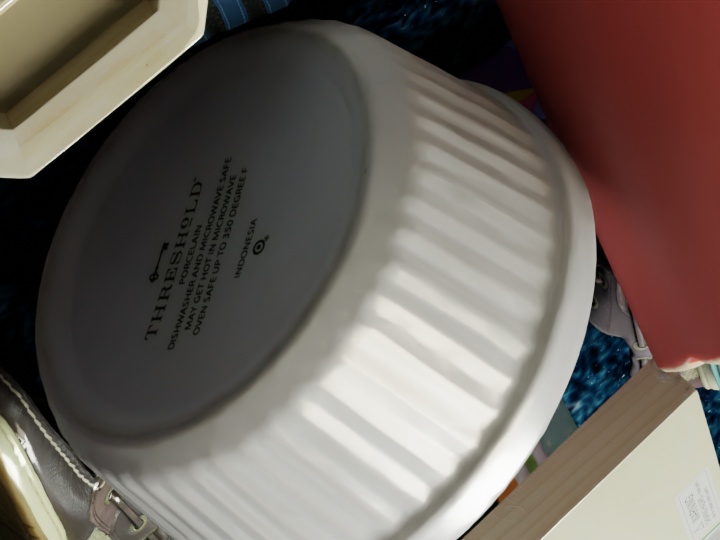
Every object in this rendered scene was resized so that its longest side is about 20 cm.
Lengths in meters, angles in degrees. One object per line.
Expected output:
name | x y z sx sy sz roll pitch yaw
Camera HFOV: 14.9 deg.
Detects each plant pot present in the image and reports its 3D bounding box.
plant pot | 0.151 -0.067 0.966 0.199 0.179 0.200 -14 180 0

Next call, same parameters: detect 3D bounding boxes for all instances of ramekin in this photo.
ramekin | -0.024 0.006 0.944 0.094 0.202 0.203 34 96 -39

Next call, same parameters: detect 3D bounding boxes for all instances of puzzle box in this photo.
puzzle box | 0.098 0.129 1.143 0.133 0.025 0.200 -43 150 -11

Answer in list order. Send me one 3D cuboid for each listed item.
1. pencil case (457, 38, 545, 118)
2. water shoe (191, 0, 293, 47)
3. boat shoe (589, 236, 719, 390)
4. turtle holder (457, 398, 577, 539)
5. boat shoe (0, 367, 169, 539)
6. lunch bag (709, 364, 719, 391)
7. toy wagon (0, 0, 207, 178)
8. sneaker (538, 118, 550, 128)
pencil case | 0.098 -0.068 1.128 0.199 0.088 0.089 -32 146 -23
water shoe | -0.064 -0.106 0.905 0.199 0.072 0.079 -22 168 -41
boat shoe | 0.125 0.000 1.255 0.064 0.072 0.200 -16 146 14
turtle holder | 0.035 0.103 1.188 0.141 0.132 0.186 -36 147 -23
boat shoe | -0.115 0.073 1.027 0.065 0.073 0.200 -46 160 -14
lunch bag | 0.218 -0.030 1.261 0.201 0.077 0.161 -67 151 -27
toy wagon | -0.124 -0.119 0.716 0.155 0.040 0.200 -39 116 2
sneaker | 0.000 0.000 1.050 0.073 0.087 0.200 -4 142 -49
